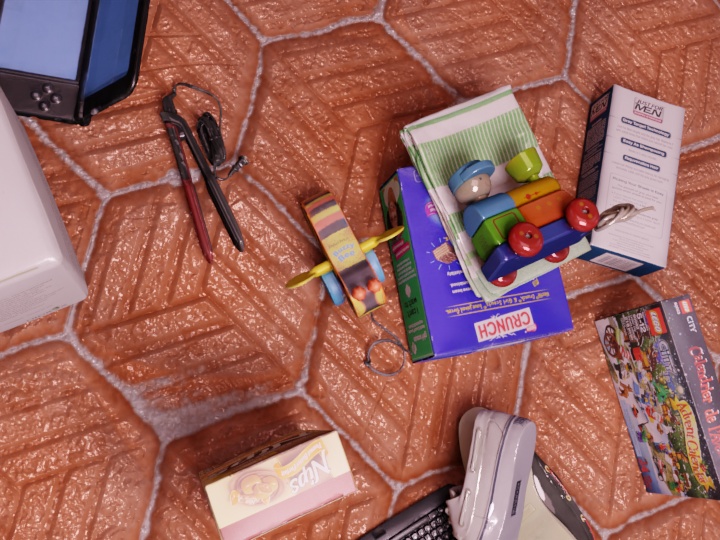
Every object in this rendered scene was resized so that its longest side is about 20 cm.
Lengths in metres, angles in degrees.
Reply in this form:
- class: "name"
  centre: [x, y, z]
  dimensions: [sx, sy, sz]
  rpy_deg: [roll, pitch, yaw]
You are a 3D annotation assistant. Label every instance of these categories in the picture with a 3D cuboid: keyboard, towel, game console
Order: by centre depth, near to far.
- class: "keyboard"
  centre: [0.043, 0.310, 0.784]
  dimensions: [0.197, 0.040, 0.105]
  rpy_deg: [-28, 85, -16]
- class: "game console"
  centre: [-0.298, -0.265, 0.787]
  dimensions: [0.172, 0.116, 0.205]
  rpy_deg: [7, 76, -11]
- class: "towel"
  centre: [0.144, -0.085, 0.820]
  dimensions: [0.150, 0.023, 0.203]
  rpy_deg: [-24, 84, -20]

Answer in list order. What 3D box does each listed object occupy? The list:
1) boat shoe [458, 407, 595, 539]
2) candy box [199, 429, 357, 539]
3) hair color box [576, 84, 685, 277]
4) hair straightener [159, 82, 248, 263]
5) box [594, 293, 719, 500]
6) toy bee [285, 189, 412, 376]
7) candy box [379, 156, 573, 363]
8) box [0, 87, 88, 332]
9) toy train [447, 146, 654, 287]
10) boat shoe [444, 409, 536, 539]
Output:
- class: "boat shoe"
  centre: [0.174, 0.234, 0.821]
  dimensions: [0.074, 0.063, 0.203]
  rpy_deg: [-41, 74, 25]
- class: "candy box"
  centre: [-0.082, 0.189, 0.697]
  dimensions: [0.113, 0.200, 0.056]
  rpy_deg: [-21, 84, -16]
- class: "hair color box"
  centre: [0.316, -0.105, 0.922]
  dimensions: [0.098, 0.061, 0.204]
  rpy_deg: [15, 76, -9]
- class: "hair straightener"
  centre: [-0.159, -0.113, 0.832]
  dimensions: [0.076, 0.041, 0.204]
  rpy_deg: [-17, 78, -16]
- class: "box"
  centre: [0.330, 0.138, 0.835]
  dimensions: [0.037, 0.137, 0.204]
  rpy_deg: [-13, 81, -14]
- class: "toy bee"
  centre: [0.000, 0.000, 0.798]
  dimensions: [0.200, 0.109, 0.131]
  rpy_deg: [42, 81, 4]
- class: "candy box"
  centre: [0.124, -0.014, 0.851]
  dimensions: [0.165, 0.077, 0.204]
  rpy_deg: [-8, 79, -16]
- class: "box"
  centre: [-0.379, -0.044, 0.692]
  dimensions: [0.197, 0.171, 0.202]
  rpy_deg: [-23, 84, -16]
- class: "toy train"
  centre: [0.191, -0.075, 0.785]
  dimensions: [0.197, 0.085, 0.117]
  rpy_deg: [-22, 72, -20]
- class: "boat shoe"
  centre: [0.121, 0.240, 0.781]
  dimensions: [0.069, 0.070, 0.205]
  rpy_deg: [13, 95, 34]
